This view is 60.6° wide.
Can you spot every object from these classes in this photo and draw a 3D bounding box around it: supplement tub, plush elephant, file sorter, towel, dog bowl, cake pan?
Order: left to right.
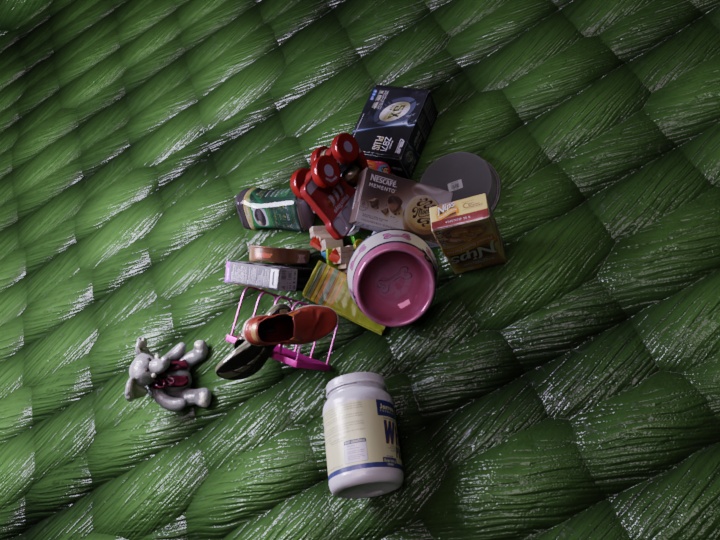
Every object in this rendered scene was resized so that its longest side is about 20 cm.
[{"bbox_3d":[-0.459,0.235,1.418,0.195,0.155,0.169,-16,59,16],"label":"plush elephant"},{"bbox_3d":[-0.162,0.123,1.331,0.195,0.138,0.129,14,86,30],"label":"file sorter"},{"bbox_3d":[-0.024,0.058,1.337,0.196,0.018,0.088,26,82,6],"label":"towel"},{"bbox_3d":[0.002,0.313,1.171,0.141,0.145,0.205,-17,59,15],"label":"supplement tub"},{"bbox_3d":[0.069,0.024,1.255,0.197,0.203,0.074,-29,17,8],"label":"dog bowl"},{"bbox_3d":[0.216,-0.184,1.392,0.195,0.037,0.206,-11,61,19],"label":"cake pan"}]

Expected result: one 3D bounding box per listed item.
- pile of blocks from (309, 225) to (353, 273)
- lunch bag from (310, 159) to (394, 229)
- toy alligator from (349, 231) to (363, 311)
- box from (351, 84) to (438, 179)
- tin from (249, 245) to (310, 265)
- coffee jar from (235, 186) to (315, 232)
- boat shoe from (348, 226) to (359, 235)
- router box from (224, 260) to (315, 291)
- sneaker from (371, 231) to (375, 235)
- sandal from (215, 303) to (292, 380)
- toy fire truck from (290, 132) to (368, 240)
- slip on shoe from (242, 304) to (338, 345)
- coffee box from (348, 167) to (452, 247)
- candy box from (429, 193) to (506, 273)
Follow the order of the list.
[{"bbox_3d":[-0.078,-0.043,1.413,0.200,0.060,0.085,-138,50,-57],"label":"pile of blocks"},{"bbox_3d":[-0.020,-0.174,1.476,0.195,0.082,0.181,11,74,30],"label":"lunch bag"},{"bbox_3d":[0.000,0.000,1.394,0.053,0.059,0.206,8,70,-19],"label":"toy alligator"},{"bbox_3d":[0.077,-0.341,1.508,0.160,0.086,0.204,15,72,29],"label":"box"},{"bbox_3d":[-0.182,-0.035,1.410,0.108,0.200,0.043,1,90,15],"label":"tin"},{"bbox_3d":[-0.215,-0.153,1.535,0.195,0.107,0.086,4,35,26],"label":"coffee jar"},{"bbox_3d":[-0.078,-0.156,1.411,0.071,0.069,0.201,-47,62,13],"label":"boat shoe"},{"bbox_3d":[-0.185,0.013,1.380,0.145,0.199,0.053,8,92,27],"label":"router box"},{"bbox_3d":[0.077,-0.094,1.380,0.070,0.072,0.205,-11,56,49],"label":"sneaker"},{"bbox_3d":[-0.212,0.143,1.240,0.201,0.080,0.057,-46,44,2],"label":"sandal"},{"bbox_3d":[-0.045,-0.188,1.348,0.111,0.169,0.201,-16,30,50],"label":"toy fire truck"},{"bbox_3d":[-0.127,0.109,1.185,0.061,0.195,0.077,-4,90,61],"label":"slip on shoe"},{"bbox_3d":[0.084,-0.131,1.301,0.194,0.080,0.117,15,86,-11],"label":"coffee box"},{"bbox_3d":[0.218,-0.068,1.232,0.112,0.200,0.057,-12,61,18],"label":"candy box"}]
